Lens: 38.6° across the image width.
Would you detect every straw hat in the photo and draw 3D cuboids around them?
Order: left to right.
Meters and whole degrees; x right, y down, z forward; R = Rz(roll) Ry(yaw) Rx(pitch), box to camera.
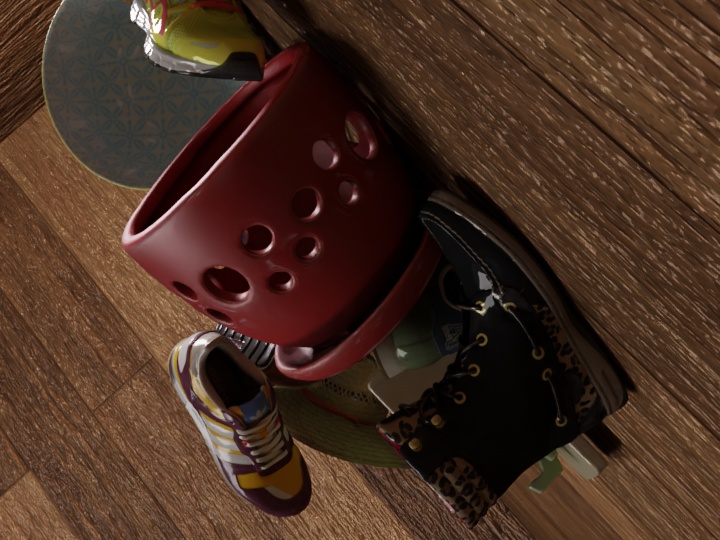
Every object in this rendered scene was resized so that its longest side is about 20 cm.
[{"bbox_3d":[-0.011,0.125,1.076,0.199,0.086,0.201,22,-171,-4],"label":"straw hat"}]

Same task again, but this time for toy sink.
[{"bbox_3d":[0.113,0.151,0.953,0.200,0.112,0.130,44,175,14],"label":"toy sink"}]

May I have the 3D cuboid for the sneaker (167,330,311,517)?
[{"bbox_3d":[-0.103,0.146,0.947,0.201,0.075,0.090,55,153,-10],"label":"sneaker"}]

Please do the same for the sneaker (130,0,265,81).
[{"bbox_3d":[-0.121,-0.201,0.753,0.077,0.091,0.200,0,-150,-33],"label":"sneaker"}]

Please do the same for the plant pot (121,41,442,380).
[{"bbox_3d":[-0.046,-0.037,0.764,0.182,0.201,0.200,40,177,-19],"label":"plant pot"}]

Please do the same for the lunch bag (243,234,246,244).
[{"bbox_3d":[-0.064,-0.046,0.973,0.200,0.160,0.076,48,175,8],"label":"lunch bag"}]

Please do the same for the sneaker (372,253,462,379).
[{"bbox_3d":[0.065,0.017,0.849,0.201,0.089,0.068,-72,-40,-62],"label":"sneaker"}]

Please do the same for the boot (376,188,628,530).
[{"bbox_3d":[0.071,0.062,0.694,0.200,0.150,0.073,50,174,-15],"label":"boot"}]

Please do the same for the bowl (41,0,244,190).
[{"bbox_3d":[-0.175,-0.175,0.939,0.200,0.200,0.108,48,-167,3],"label":"bowl"}]

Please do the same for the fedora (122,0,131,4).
[{"bbox_3d":[-0.201,-0.293,0.750,0.201,0.082,0.201,51,172,9],"label":"fedora"}]

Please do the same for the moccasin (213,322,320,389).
[{"bbox_3d":[-0.096,0.081,1.037,0.077,0.074,0.200,31,161,-28],"label":"moccasin"}]
